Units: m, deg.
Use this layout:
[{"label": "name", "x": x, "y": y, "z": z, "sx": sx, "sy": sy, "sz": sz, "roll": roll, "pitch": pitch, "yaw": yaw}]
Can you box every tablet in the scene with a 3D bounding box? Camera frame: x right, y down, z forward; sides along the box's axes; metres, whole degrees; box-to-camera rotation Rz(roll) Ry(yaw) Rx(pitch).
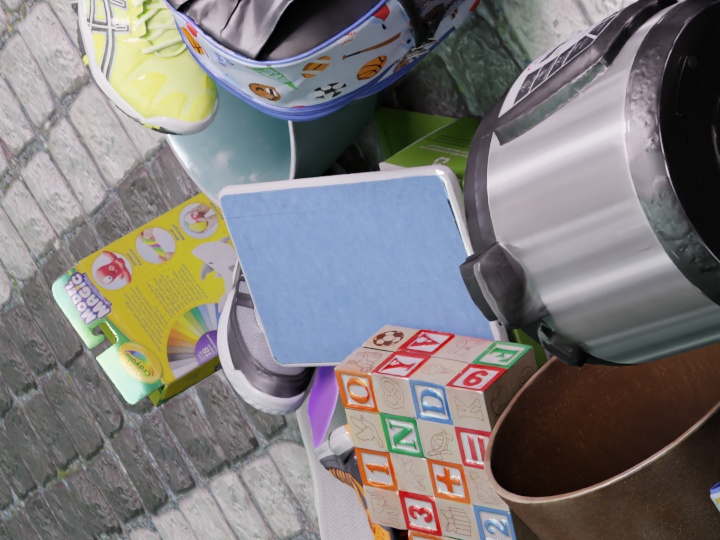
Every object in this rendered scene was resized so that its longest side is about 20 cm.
[{"label": "tablet", "x": 0.000, "y": 0.000, "z": 1.608, "sx": 0.199, "sy": 0.014, "sz": 0.131, "roll": -3, "pitch": 112, "yaw": 42}]

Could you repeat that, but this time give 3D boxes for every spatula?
[{"label": "spatula", "x": -0.015, "y": 0.056, "z": 1.761, "sx": 0.020, "sy": 0.200, "sz": 0.057, "roll": 19, "pitch": 117, "yaw": 0}]

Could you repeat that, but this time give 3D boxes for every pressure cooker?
[{"label": "pressure cooker", "x": 0.151, "y": -0.039, "z": 1.329, "sx": 0.200, "sy": 0.175, "sz": 0.180, "roll": -21, "pitch": 58, "yaw": 54}]

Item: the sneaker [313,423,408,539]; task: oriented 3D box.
[{"label": "sneaker", "x": 0.021, "y": 0.159, "z": 1.744, "sx": 0.200, "sy": 0.077, "sz": 0.113, "roll": 59, "pitch": -171, "yaw": -83}]

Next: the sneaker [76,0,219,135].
[{"label": "sneaker", "x": -0.146, "y": -0.180, "z": 1.621, "sx": 0.201, "sy": 0.075, "sz": 0.076, "roll": 64, "pitch": 153, "yaw": 3}]

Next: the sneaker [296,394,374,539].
[{"label": "sneaker", "x": -0.009, "y": 0.122, "z": 1.904, "sx": 0.116, "sy": 0.073, "sz": 0.201, "roll": -34, "pitch": -57, "yaw": -87}]

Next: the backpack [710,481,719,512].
[{"label": "backpack", "x": 0.278, "y": 0.102, "z": 1.270, "sx": 0.147, "sy": 0.182, "sz": 0.200, "roll": 57, "pitch": 158, "yaw": 7}]

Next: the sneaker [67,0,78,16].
[{"label": "sneaker", "x": -0.162, "y": -0.217, "z": 1.845, "sx": 0.075, "sy": 0.081, "sz": 0.200, "roll": 50, "pitch": 163, "yaw": -13}]

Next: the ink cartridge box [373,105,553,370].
[{"label": "ink cartridge box", "x": 0.059, "y": -0.019, "z": 1.647, "sx": 0.200, "sy": 0.076, "sz": 0.149, "roll": 14, "pitch": 128, "yaw": 53}]

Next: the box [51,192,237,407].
[{"label": "box", "x": -0.118, "y": 0.014, "z": 1.849, "sx": 0.118, "sy": 0.199, "sz": 0.048, "roll": 53, "pitch": 152, "yaw": 13}]

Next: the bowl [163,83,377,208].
[{"label": "bowl", "x": -0.060, "y": -0.142, "z": 1.688, "sx": 0.201, "sy": 0.105, "sz": 0.202, "roll": 39, "pitch": 142, "yaw": 41}]

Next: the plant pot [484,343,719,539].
[{"label": "plant pot", "x": 0.202, "y": 0.143, "z": 1.476, "sx": 0.200, "sy": 0.187, "sz": 0.187, "roll": 54, "pitch": 156, "yaw": -21}]

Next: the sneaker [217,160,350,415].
[{"label": "sneaker", "x": -0.049, "y": -0.005, "z": 1.768, "sx": 0.114, "sy": 0.075, "sz": 0.201, "roll": 115, "pitch": 163, "yaw": -50}]

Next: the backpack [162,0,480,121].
[{"label": "backpack", "x": -0.027, "y": -0.189, "z": 1.505, "sx": 0.200, "sy": 0.190, "sz": 0.154, "roll": 43, "pitch": 165, "yaw": 30}]

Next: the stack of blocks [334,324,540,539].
[{"label": "stack of blocks", "x": 0.065, "y": 0.140, "z": 1.590, "sx": 0.115, "sy": 0.059, "sz": 0.201, "roll": 7, "pitch": 121, "yaw": 37}]

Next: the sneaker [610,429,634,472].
[{"label": "sneaker", "x": 0.141, "y": 0.098, "z": 1.624, "sx": 0.200, "sy": 0.077, "sz": 0.112, "roll": 44, "pitch": 139, "yaw": 25}]
